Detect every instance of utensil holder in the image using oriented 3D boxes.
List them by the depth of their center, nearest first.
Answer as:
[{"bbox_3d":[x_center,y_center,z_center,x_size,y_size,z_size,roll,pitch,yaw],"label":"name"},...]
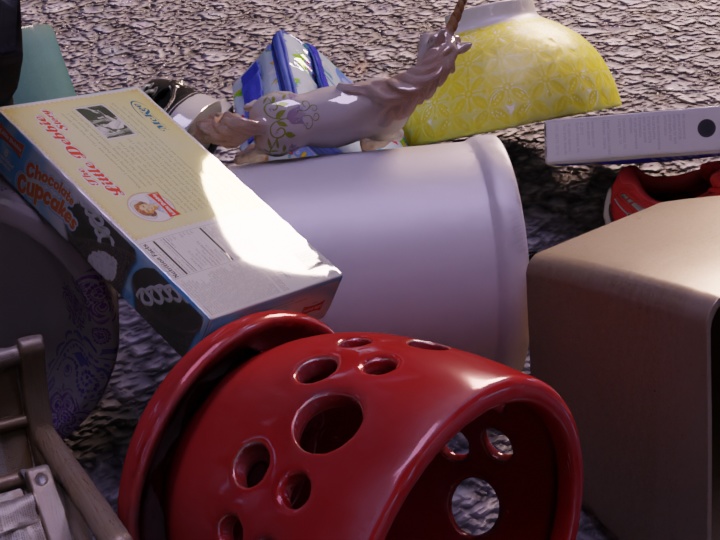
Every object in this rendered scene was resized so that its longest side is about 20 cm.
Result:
[{"bbox_3d":[0.000,0.000,0.959,0.198,0.171,0.170,-5,31,-6],"label":"utensil holder"}]

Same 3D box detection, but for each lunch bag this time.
[{"bbox_3d":[-0.027,-0.098,1.128,0.160,0.082,0.200,37,20,-25],"label":"lunch bag"}]

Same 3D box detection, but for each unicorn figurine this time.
[{"bbox_3d":[-0.010,-0.112,0.955,0.199,0.074,0.137,-28,2,-15],"label":"unicorn figurine"}]

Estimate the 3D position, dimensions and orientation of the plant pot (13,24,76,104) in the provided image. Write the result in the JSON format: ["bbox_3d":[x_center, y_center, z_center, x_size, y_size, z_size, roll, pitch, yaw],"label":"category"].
[{"bbox_3d":[-0.278,-0.061,1.014,0.199,0.162,0.201,-25,5,2],"label":"plant pot"}]

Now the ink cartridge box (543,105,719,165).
[{"bbox_3d":[0.271,-0.111,1.166,0.198,0.044,0.198,0,4,22],"label":"ink cartridge box"}]

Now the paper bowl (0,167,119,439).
[{"bbox_3d":[-0.252,0.018,0.885,0.199,0.202,0.105,-4,31,-8],"label":"paper bowl"}]

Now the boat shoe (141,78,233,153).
[{"bbox_3d":[-0.143,-0.109,1.064,0.063,0.071,0.200,26,6,-3],"label":"boat shoe"}]

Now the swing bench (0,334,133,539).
[{"bbox_3d":[-0.235,0.152,0.735,0.197,0.131,0.200,-13,33,-22],"label":"swing bench"}]

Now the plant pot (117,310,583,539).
[{"bbox_3d":[-0.008,0.123,0.730,0.182,0.202,0.200,21,36,39],"label":"plant pot"}]

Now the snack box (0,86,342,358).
[{"bbox_3d":[-0.118,-0.034,0.830,0.200,0.037,0.116,42,34,23],"label":"snack box"}]

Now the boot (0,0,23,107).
[{"bbox_3d":[-0.275,-0.103,0.808,0.164,0.066,0.200,-19,1,-17],"label":"boot"}]

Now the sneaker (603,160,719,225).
[{"bbox_3d":[0.294,-0.044,1.120,0.198,0.085,0.077,6,33,9],"label":"sneaker"}]

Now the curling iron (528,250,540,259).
[{"bbox_3d":[0.129,0.051,1.019,0.049,0.026,0.201,-17,35,11],"label":"curling iron"}]

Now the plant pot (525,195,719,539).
[{"bbox_3d":[0.211,0.057,0.866,0.199,0.202,0.177,-21,26,-32],"label":"plant pot"}]

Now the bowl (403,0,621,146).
[{"bbox_3d":[0.121,-0.177,1.233,0.198,0.109,0.200,-12,4,1],"label":"bowl"}]
